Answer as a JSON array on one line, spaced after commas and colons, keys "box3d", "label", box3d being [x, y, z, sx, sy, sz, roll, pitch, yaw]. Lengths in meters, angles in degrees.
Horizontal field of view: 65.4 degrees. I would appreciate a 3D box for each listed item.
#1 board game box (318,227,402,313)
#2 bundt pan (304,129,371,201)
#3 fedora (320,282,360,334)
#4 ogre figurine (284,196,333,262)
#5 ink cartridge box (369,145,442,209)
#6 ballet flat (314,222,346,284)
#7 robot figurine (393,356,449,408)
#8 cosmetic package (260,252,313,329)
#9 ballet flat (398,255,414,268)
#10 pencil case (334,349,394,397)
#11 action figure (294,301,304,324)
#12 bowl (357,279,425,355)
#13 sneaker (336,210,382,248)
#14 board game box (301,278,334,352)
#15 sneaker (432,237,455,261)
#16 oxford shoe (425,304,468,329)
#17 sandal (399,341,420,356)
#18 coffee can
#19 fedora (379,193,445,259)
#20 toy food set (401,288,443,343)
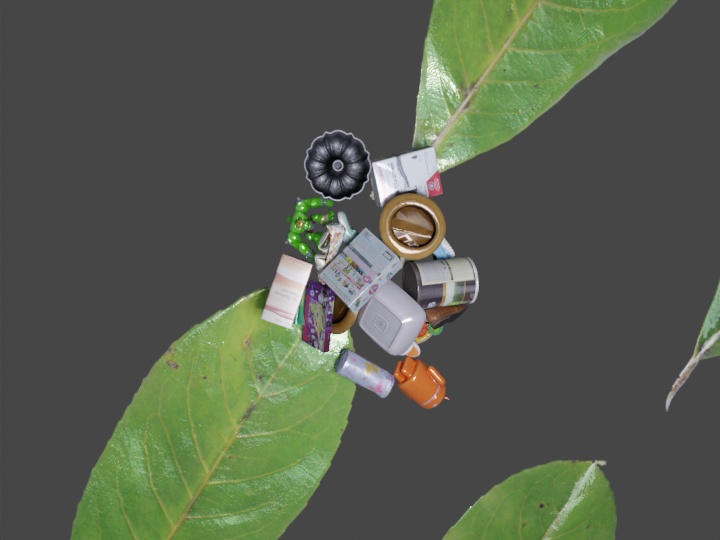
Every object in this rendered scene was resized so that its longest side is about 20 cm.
[{"box3d": [0.000, 0.000, 1.628, 0.200, 0.064, 0.147, -44, 61, -5], "label": "board game box"}, {"box3d": [-0.070, -0.305, 1.658, 0.198, 0.076, 0.206, 0, 93, -8], "label": "bundt pan"}, {"box3d": [-0.055, 0.099, 1.734, 0.081, 0.199, 0.204, -3, 106, -45], "label": "fedora"}, {"box3d": [-0.158, -0.134, 1.687, 0.118, 0.098, 0.202, 13, 116, -29], "label": "ogre figurine"}, {"box3d": [0.133, -0.281, 1.698, 0.197, 0.084, 0.147, -15, 105, -4], "label": "ink cartridge box"}, {"box3d": [-0.103, -0.054, 1.671, 0.063, 0.076, 0.203, 10, 112, -25], "label": "ballet flat"}, {"box3d": [0.199, 0.371, 1.836, 0.200, 0.117, 0.144, 42, 94, -15], "label": "robot figurine"}, {"box3d": [-0.218, 0.059, 1.668, 0.102, 0.087, 0.203, 18, 92, -6], "label": "cosmetic package"}, {"box3d": [0.112, -0.096, 1.748, 0.061, 0.068, 0.203, -20, 104, 7], "label": "ballet flat"}, {"box3d": [0.013, 0.337, 1.817, 0.198, 0.084, 0.091, 30, 132, -14], "label": "pencil case"}, {"box3d": [-0.220, 0.061, 1.738, 0.116, 0.055, 0.204, 6, 95, -8], "label": "action figure"}, {"box3d": [0.079, 0.149, 1.696, 0.199, 0.074, 0.202, 41, 129, 20], "label": "bowl"}, {"box3d": [0.003, -0.107, 1.722, 0.117, 0.074, 0.203, -22, 114, 3], "label": "sneaker"}, {"box3d": [-0.132, 0.139, 1.737, 0.032, 0.119, 0.204, -3, 105, -37], "label": "board game box"}, {"box3d": [0.212, -0.098, 1.756, 0.090, 0.078, 0.201, -37, 105, 5], "label": "sneaker"}, {"box3d": [0.277, 0.127, 1.789, 0.072, 0.198, 0.072, 53, 126, 22], "label": "oxford shoe"}, {"box3d": [0.097, 0.221, 1.790, 0.206, 0.059, 0.079, 41, 138, -7], "label": "sandal"}, {"box3d": [0.243, 0.038, 1.727, 0.196, 0.146, 0.149, -6, 104, -14], "label": "coffee can"}, {"box3d": [0.150, -0.130, 1.662, 0.197, 0.082, 0.204, 0, 94, -4], "label": "fedora"}, {"box3d": [0.171, 0.146, 1.818, 0.195, 0.049, 0.202, -24, 104, -3], "label": "toy food set"}]
